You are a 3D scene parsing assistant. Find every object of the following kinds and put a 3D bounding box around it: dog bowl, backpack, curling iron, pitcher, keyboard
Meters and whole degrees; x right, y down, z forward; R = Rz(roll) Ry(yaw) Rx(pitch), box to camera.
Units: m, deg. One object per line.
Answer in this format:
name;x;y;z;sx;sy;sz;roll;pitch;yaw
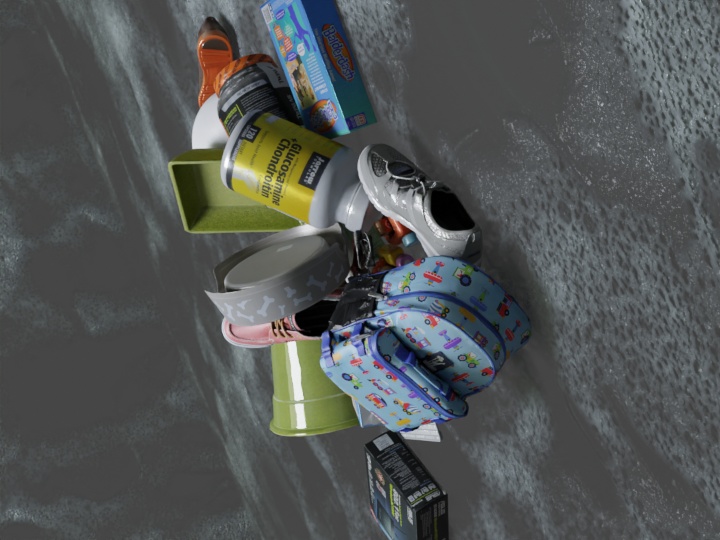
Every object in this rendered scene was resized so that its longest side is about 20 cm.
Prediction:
dog bowl;-0.104;0.005;1.474;0.200;0.200;0.059;22;136;64
backpack;0.079;0.078;1.253;0.200;0.135;0.183;-20;123;45
curling iron;0.000;0.000;1.482;0.200;0.025;0.050;98;164;-70
pitcher;-0.192;-0.194;1.805;0.200;0.171;0.122;128;145;-47
keyboard;0.076;0.227;1.702;0.056;0.011;0.200;68;161;-1

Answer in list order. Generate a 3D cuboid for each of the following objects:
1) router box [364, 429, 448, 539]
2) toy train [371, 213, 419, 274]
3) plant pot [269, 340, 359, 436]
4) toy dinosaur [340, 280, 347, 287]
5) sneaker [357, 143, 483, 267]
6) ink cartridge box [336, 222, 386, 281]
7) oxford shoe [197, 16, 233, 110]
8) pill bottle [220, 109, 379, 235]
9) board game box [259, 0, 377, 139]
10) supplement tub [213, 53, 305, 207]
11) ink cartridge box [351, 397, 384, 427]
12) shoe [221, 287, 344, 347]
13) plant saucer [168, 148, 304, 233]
router box;0.073;0.368;1.772;0.150;0.062;0.200;47;155;40
toy train;0.057;0.010;1.447;0.200;0.056;0.150;65;161;8
plant pot;-0.060;0.124;1.695;0.200;0.200;0.191;12;117;67
toy dinosaur;-0.019;0.064;1.587;0.060;0.106;0.200;-3;116;60
sneaker;0.076;-0.085;1.286;0.200;0.075;0.082;46;148;22
ink cartridge box;-0.003;-0.018;1.594;0.200;0.048;0.145;56;164;-13
oxford shoe;-0.235;-0.325;1.867;0.200;0.071;0.073;97;165;-47
pill bottle;-0.070;-0.121;1.453;0.200;0.112;0.112;24;147;12
board game box;-0.057;-0.268;1.458;0.152;0.045;0.201;0;111;69
supplement tub;-0.125;-0.198;1.599;0.200;0.122;0.123;63;160;16
ink cartridge box;0.016;0.130;1.495;0.200;0.068;0.116;-145;46;-86
shoe;-0.095;0.061;1.494;0.091;0.199;0.072;-11;-89;-82
plant saucer;-0.184;-0.130;1.751;0.200;0.199;0.048;89;180;-60
